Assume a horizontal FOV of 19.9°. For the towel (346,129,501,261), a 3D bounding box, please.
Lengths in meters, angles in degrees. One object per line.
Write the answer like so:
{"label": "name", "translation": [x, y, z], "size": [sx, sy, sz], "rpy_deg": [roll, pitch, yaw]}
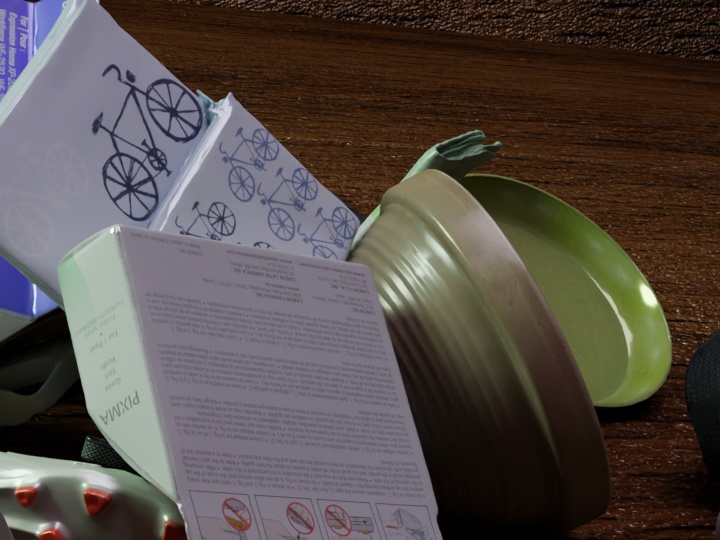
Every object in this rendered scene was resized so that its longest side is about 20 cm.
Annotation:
{"label": "towel", "translation": [0.000, 0.000, 1.204], "size": [0.023, 0.200, 0.153], "rpy_deg": [44, 16, 6]}

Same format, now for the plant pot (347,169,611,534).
{"label": "plant pot", "translation": [0.040, 0.057, 1.059], "size": [0.093, 0.201, 0.201], "rpy_deg": [-27, 23, -12]}

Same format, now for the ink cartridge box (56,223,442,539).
{"label": "ink cartridge box", "translation": [-0.040, 0.083, 0.905], "size": [0.161, 0.200, 0.050], "rpy_deg": [10, -33, -44]}

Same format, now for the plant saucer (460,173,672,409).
{"label": "plant saucer", "translation": [0.116, 0.019, 1.363], "size": [0.200, 0.031, 0.200], "rpy_deg": [21, 40, -19]}

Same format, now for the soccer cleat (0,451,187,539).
{"label": "soccer cleat", "translation": [-0.148, 0.108, 0.901], "size": [0.200, 0.069, 0.078], "rpy_deg": [8, 10, 8]}

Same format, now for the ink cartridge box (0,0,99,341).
{"label": "ink cartridge box", "translation": [-0.213, -0.042, 1.043], "size": [0.200, 0.198, 0.043], "rpy_deg": [-27, -38, 30]}

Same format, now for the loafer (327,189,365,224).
{"label": "loafer", "translation": [-0.026, -0.023, 1.434], "size": [0.200, 0.071, 0.068], "rpy_deg": [4, -14, 39]}

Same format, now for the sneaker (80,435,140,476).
{"label": "sneaker", "translation": [-0.082, 0.084, 1.019], "size": [0.140, 0.078, 0.200], "rpy_deg": [1, 15, -36]}

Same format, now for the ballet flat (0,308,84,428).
{"label": "ballet flat", "translation": [-0.146, 0.042, 1.055], "size": [0.200, 0.068, 0.072], "rpy_deg": [-19, 29, 21]}

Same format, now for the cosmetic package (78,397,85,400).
{"label": "cosmetic package", "translation": [-0.176, 0.016, 1.189], "size": [0.200, 0.104, 0.073], "rpy_deg": [5, 15, -12]}

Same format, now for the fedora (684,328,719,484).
{"label": "fedora", "translation": [0.250, 0.074, 1.200], "size": [0.091, 0.201, 0.200], "rpy_deg": [-18, -3, 32]}

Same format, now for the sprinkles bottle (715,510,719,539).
{"label": "sprinkles bottle", "translation": [0.258, 0.155, 0.978], "size": [0.068, 0.068, 0.200], "rpy_deg": [1, 16, -33]}

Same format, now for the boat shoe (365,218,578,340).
{"label": "boat shoe", "translation": [0.063, 0.015, 1.432], "size": [0.200, 0.069, 0.084], "rpy_deg": [18, 16, 27]}

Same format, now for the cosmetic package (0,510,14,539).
{"label": "cosmetic package", "translation": [-0.239, 0.101, 0.824], "size": [0.200, 0.051, 0.083], "rpy_deg": [17, 51, 30]}

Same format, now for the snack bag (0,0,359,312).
{"label": "snack bag", "translation": [-0.094, -0.030, 0.986], "size": [0.200, 0.021, 0.189], "rpy_deg": [43, 39, -16]}
